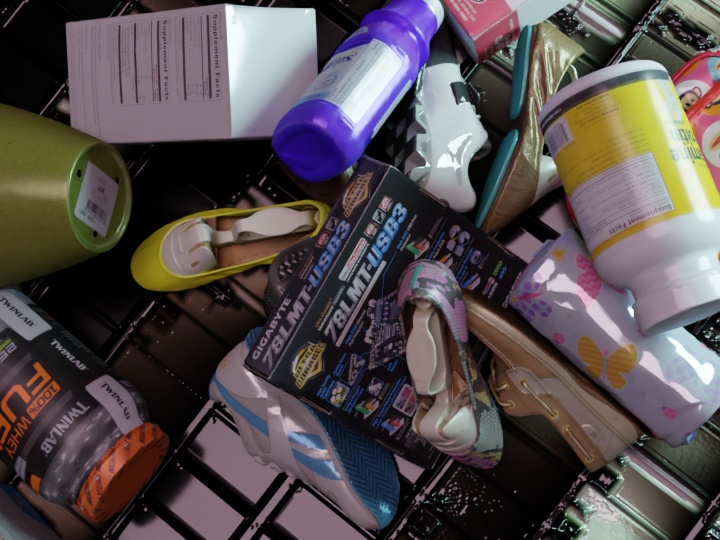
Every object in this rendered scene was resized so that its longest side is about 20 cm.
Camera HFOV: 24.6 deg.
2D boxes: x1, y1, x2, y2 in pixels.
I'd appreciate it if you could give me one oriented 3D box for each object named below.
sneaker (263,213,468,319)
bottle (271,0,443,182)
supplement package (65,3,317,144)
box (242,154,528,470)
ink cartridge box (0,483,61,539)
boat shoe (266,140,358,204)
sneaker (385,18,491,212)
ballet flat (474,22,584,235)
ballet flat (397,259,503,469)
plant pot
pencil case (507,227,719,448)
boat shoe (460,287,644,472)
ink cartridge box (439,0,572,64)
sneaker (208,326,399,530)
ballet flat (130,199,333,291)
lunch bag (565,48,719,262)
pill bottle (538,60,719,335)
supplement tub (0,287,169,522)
[{"bbox_3d":[0.000,0.000,1.436,0.199,0.114,0.076,-26,74,-25],"label":"sneaker"},{"bbox_3d":[0.005,-0.160,1.369,0.065,0.084,0.200,46,55,-16],"label":"bottle"},{"bbox_3d":[-0.145,-0.164,1.412,0.200,0.114,0.110,2,96,41],"label":"supplement package"},{"bbox_3d":[0.029,0.038,1.363,0.050,0.198,0.200,23,83,54],"label":"box"},{"bbox_3d":[-0.313,0.236,1.371,0.067,0.200,0.116,-45,75,0],"label":"ink cartridge box"},{"bbox_3d":[-0.050,-0.147,1.463,0.075,0.075,0.202,-19,65,-39],"label":"boat shoe"},{"bbox_3d":[0.072,-0.134,1.450,0.088,0.074,0.200,17,60,-22],"label":"sneaker"},{"bbox_3d":[0.155,-0.117,1.440,0.072,0.068,0.200,16,78,-7],"label":"ballet flat"},{"bbox_3d":[0.064,0.089,1.324,0.069,0.071,0.200,-2,118,26],"label":"ballet flat"},{"bbox_3d":[-0.302,-0.063,1.409,0.200,0.187,0.187,3,79,26],"label":"plant pot"},{"bbox_3d":[0.217,0.054,1.361,0.200,0.091,0.083,40,132,3],"label":"pencil case"},{"bbox_3d":[0.144,0.094,1.364,0.200,0.074,0.066,40,98,-9],"label":"boat shoe"},{"bbox_3d":[0.144,-0.302,1.459,0.200,0.083,0.145,-34,76,2],"label":"ink cartridge box"},{"bbox_3d":[-0.046,0.145,1.415,0.200,0.077,0.081,50,121,6],"label":"sneaker"},{"bbox_3d":[-0.115,-0.029,1.458,0.200,0.067,0.067,-11,78,7],"label":"ballet flat"},{"bbox_3d":[0.276,-0.083,1.400,0.200,0.082,0.176,-45,71,0],"label":"lunch bag"},{"bbox_3d":[0.224,-0.056,1.305,0.112,0.112,0.200,-21,76,5],"label":"pill bottle"},{"bbox_3d":[-0.269,0.118,1.427,0.200,0.123,0.123,37,87,14],"label":"supplement tub"}]
